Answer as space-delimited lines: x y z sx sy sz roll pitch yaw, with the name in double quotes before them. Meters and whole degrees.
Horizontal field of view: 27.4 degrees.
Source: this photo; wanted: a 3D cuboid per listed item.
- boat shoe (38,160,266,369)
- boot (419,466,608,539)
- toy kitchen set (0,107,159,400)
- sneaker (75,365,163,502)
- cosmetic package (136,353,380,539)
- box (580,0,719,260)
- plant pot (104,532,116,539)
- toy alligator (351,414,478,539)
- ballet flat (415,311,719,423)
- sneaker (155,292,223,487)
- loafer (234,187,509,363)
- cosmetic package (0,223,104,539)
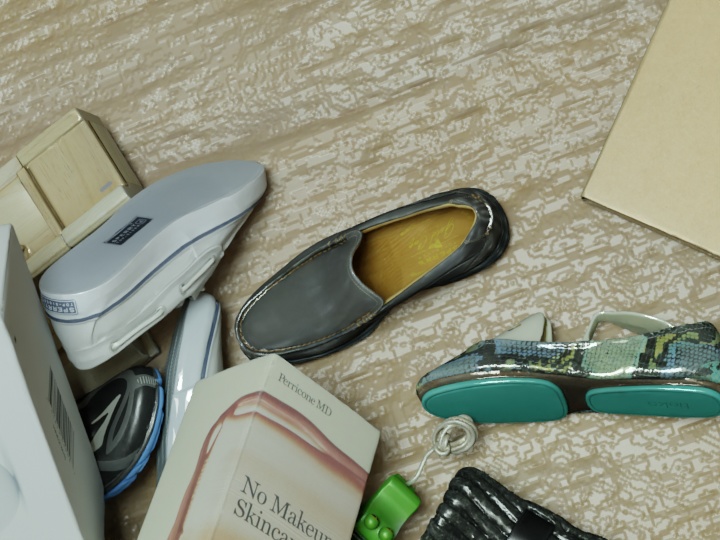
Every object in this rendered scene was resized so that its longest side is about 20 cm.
"boat shoe" -0.129 -0.008 0.960 0.073 0.200 0.066 13 126 36
"boot" 0.090 0.243 0.905 0.156 0.080 0.213 20 77 7
"toy kitchen set" -0.240 0.011 0.958 0.199 0.180 0.164 -37 78 10
"sneaker" -0.217 0.122 0.971 0.198 0.083 0.071 -27 44 6
"cosmetic package" -0.070 0.165 0.875 0.087 0.103 0.202 -23 41 44
"box" 0.254 -0.106 0.942 0.162 0.021 0.202 24 89 15
"plant pot" -0.176 0.275 0.925 0.185 0.186 0.202 -23 67 9
"toy alligator" 0.000 0.170 0.934 0.059 0.054 0.200 42 104 -6
"ballet flat" 0.135 0.059 0.935 0.197 0.074 0.075 0 83 11
"sneaker" -0.098 0.116 0.980 0.070 0.073 0.203 5 80 -15
"loafer" 0.000 0.000 0.961 0.199 0.072 0.073 -30 79 8
"cosmetic package" -0.269 0.107 0.856 0.198 0.123 0.201 -14 119 -3
